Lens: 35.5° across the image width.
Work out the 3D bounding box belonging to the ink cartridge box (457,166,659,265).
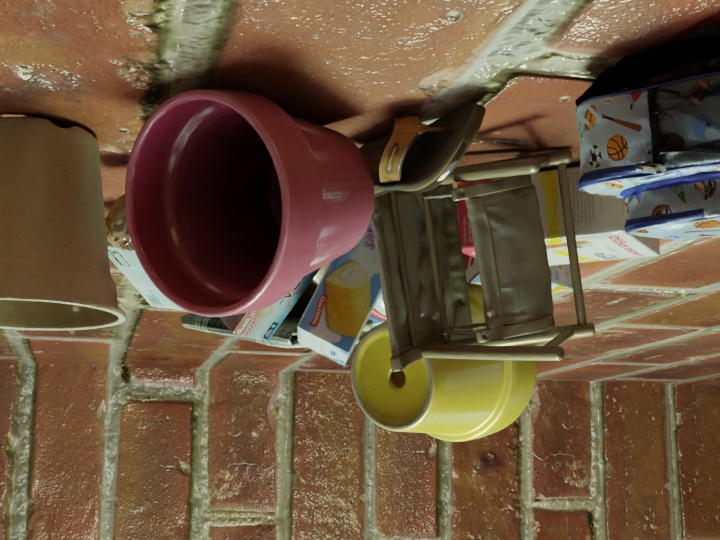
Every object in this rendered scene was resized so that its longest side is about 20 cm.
[{"bbox_3d":[0.229,-0.059,1.293,0.198,0.085,0.145,-6,167,30],"label":"ink cartridge box"}]

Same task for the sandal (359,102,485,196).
[{"bbox_3d":[0.040,-0.119,1.074,0.054,0.082,0.199,33,160,-29],"label":"sandal"}]

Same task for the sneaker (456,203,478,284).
[{"bbox_3d":[0.116,-0.045,1.449,0.070,0.114,0.200,-7,-163,23],"label":"sneaker"}]

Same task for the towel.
[{"bbox_3d":[-0.107,0.076,1.490,0.191,0.035,0.199,6,-174,34],"label":"towel"}]

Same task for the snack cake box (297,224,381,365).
[{"bbox_3d":[0.000,0.000,1.283,0.067,0.202,0.115,26,169,3],"label":"snack cake box"}]

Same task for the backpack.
[{"bbox_3d":[0.279,-0.102,0.943,0.189,0.156,0.199,4,177,42],"label":"backpack"}]

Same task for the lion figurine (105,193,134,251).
[{"bbox_3d":[-0.182,-0.031,1.253,0.200,0.123,0.072,40,158,-16],"label":"lion figurine"}]

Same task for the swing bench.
[{"bbox_3d":[0.123,-0.011,1.176,0.198,0.202,0.129,-5,-174,28],"label":"swing bench"}]

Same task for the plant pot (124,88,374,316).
[{"bbox_3d":[-0.087,-0.067,1.044,0.198,0.203,0.178,-8,-179,38],"label":"plant pot"}]

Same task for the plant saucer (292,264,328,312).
[{"bbox_3d":[-0.107,0.002,1.485,0.198,0.036,0.201,18,153,10],"label":"plant saucer"}]

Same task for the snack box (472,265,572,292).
[{"bbox_3d":[0.206,0.009,1.710,0.198,0.054,0.141,-9,167,40],"label":"snack box"}]

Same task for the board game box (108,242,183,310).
[{"bbox_3d":[-0.205,-0.008,1.416,0.198,0.065,0.148,7,151,25],"label":"board game box"}]

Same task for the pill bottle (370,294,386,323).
[{"bbox_3d":[0.031,0.016,1.602,0.111,0.114,0.199,7,167,-30],"label":"pill bottle"}]

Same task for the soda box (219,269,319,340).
[{"bbox_3d":[-0.082,-0.022,1.230,0.064,0.201,0.068,45,-165,32],"label":"soda box"}]

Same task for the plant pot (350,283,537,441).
[{"bbox_3d":[0.093,0.123,1.415,0.199,0.203,0.188,-8,179,37],"label":"plant pot"}]

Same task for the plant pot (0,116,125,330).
[{"bbox_3d":[-0.329,-0.046,1.116,0.198,0.186,0.201,1,169,0],"label":"plant pot"}]
